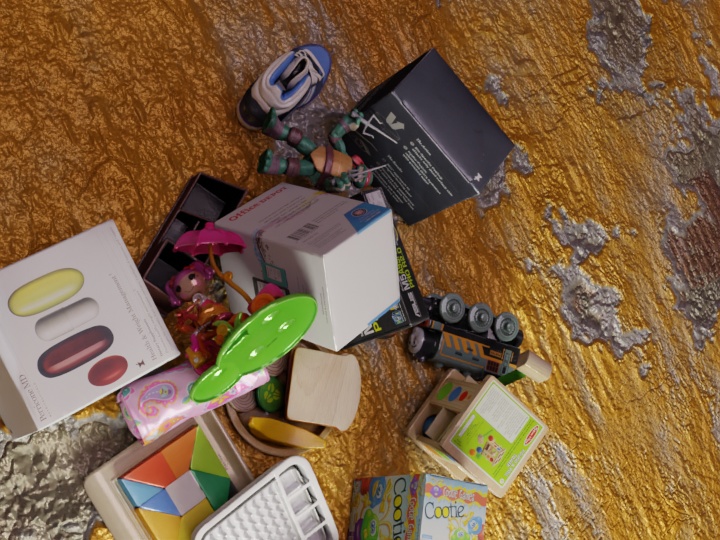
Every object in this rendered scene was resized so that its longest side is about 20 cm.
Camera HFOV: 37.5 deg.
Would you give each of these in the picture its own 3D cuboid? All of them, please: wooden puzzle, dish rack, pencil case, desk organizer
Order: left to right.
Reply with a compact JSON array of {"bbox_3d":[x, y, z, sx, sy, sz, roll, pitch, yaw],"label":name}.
[{"bbox_3d":[-0.237,0.298,1.402,0.199,0.037,0.186,-33,96,-31],"label":"wooden puzzle"},{"bbox_3d":[-0.237,-0.043,1.457,0.071,0.077,0.201,35,64,-18],"label":"desk organizer"},{"bbox_3d":[-0.219,0.150,1.397,0.199,0.087,0.088,-27,92,-19],"label":"pencil case"},{"bbox_3d":[-0.132,0.359,1.423,0.199,0.043,0.173,-35,117,-31],"label":"dish rack"}]

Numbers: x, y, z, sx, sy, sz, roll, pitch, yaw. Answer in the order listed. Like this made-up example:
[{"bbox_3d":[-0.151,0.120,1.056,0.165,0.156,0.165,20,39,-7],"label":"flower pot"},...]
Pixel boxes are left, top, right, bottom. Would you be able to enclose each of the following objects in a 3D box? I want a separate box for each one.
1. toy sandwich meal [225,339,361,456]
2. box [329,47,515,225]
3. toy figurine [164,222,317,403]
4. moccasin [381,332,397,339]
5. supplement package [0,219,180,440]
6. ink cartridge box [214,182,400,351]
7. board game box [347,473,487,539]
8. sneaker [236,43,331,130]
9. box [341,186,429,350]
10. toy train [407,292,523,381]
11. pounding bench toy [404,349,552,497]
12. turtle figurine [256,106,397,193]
[{"bbox_3d":[-0.093,0.168,1.494,0.203,0.070,0.208,7,75,-28],"label":"toy sandwich meal"},{"bbox_3d":[0.091,-0.197,1.608,0.197,0.200,0.118,48,61,-12],"label":"box"},{"bbox_3d":[-0.183,0.035,1.352,0.200,0.150,0.184,-42,67,6],"label":"toy figurine"},{"bbox_3d":[0.034,0.000,1.600,0.073,0.078,0.204,9,74,-27],"label":"moccasin"},{"bbox_3d":[-0.369,0.074,1.315,0.199,0.147,0.193,-29,94,-32],"label":"supplement package"},{"bbox_3d":[-0.071,-0.011,1.438,0.146,0.199,0.147,-35,130,-40],"label":"ink cartridge box"},{"bbox_3d":[0.076,0.344,1.473,0.104,0.200,0.104,16,71,-25],"label":"board game box"},{"bbox_3d":[-0.087,-0.287,1.558,0.200,0.146,0.081,-43,100,-29],"label":"sneaker"},{"bbox_3d":[0.000,0.000,1.532,0.044,0.159,0.202,-19,89,-44],"label":"box"},{"bbox_3d":[0.164,0.106,1.652,0.198,0.085,0.115,19,80,-25],"label":"toy train"},{"bbox_3d":[0.187,0.206,1.577,0.124,0.156,0.201,41,77,-16],"label":"pounding bench toy"},{"bbox_3d":[-0.044,-0.156,1.502,0.198,0.101,0.151,13,46,-20],"label":"turtle figurine"}]
